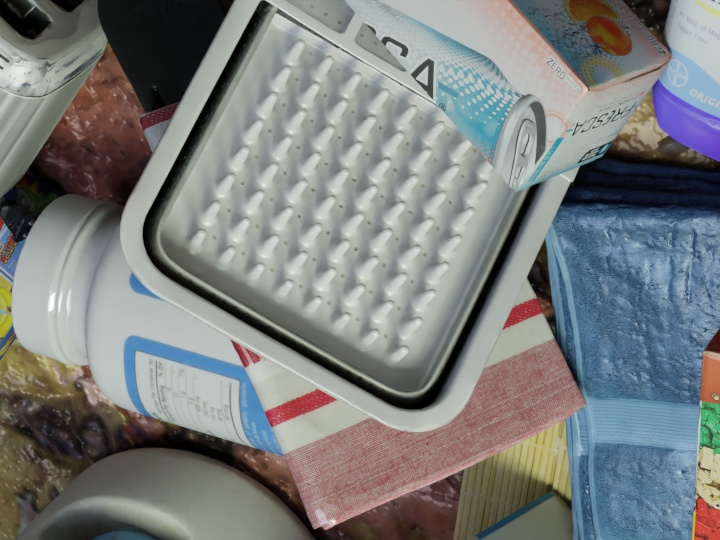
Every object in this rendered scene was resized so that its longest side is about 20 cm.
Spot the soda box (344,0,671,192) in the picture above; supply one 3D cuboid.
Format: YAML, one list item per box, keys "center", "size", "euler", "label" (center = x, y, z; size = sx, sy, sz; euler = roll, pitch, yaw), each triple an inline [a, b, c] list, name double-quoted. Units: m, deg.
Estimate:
- center: [0.037, -0.132, 1.233]
  size: [0.200, 0.063, 0.068]
  euler: [50, 133, 18]
  label: "soda box"

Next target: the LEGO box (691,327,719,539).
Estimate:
- center: [0.207, 0.052, 1.196]
  size: [0.077, 0.200, 0.149]
  euler: [14, 124, 22]
  label: "LEGO box"

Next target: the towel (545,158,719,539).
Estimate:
- center: [0.144, 0.051, 1.318]
  size: [0.111, 0.049, 0.201]
  euler: [4, 115, 24]
  label: "towel"

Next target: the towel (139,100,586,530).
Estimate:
- center: [0.000, 0.000, 1.294]
  size: [0.201, 0.144, 0.023]
  euler: [66, 155, 6]
  label: "towel"

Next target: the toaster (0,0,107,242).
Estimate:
- center: [-0.209, -0.112, 1.392]
  size: [0.200, 0.114, 0.129]
  euler: [44, 128, 2]
  label: "toaster"

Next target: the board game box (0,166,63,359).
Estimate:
- center: [-0.240, -0.002, 1.529]
  size: [0.135, 0.034, 0.200]
  euler: [42, 131, 2]
  label: "board game box"

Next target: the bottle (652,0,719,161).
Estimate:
- center: [0.177, -0.137, 1.182]
  size: [0.083, 0.065, 0.200]
  euler: [24, 128, 17]
  label: "bottle"

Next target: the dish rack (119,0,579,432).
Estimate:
- center: [-0.003, -0.039, 1.266]
  size: [0.171, 0.200, 0.044]
  euler: [30, 155, -9]
  label: "dish rack"

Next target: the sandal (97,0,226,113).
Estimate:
- center: [-0.064, -0.063, 1.329]
  size: [0.200, 0.075, 0.045]
  euler: [59, 177, 14]
  label: "sandal"

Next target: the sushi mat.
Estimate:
- center: [0.094, 0.122, 1.428]
  size: [0.095, 0.012, 0.201]
  euler: [20, 127, 17]
  label: "sushi mat"

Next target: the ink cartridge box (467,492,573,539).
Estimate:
- center: [0.032, 0.218, 1.395]
  size: [0.084, 0.145, 0.200]
  euler: [46, 123, 14]
  label: "ink cartridge box"

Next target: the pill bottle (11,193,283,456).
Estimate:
- center: [-0.063, 0.024, 1.394]
  size: [0.199, 0.112, 0.113]
  euler: [16, 126, 22]
  label: "pill bottle"

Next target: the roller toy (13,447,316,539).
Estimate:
- center: [-0.113, 0.201, 1.515]
  size: [0.182, 0.140, 0.200]
  euler: [47, 131, -3]
  label: "roller toy"
